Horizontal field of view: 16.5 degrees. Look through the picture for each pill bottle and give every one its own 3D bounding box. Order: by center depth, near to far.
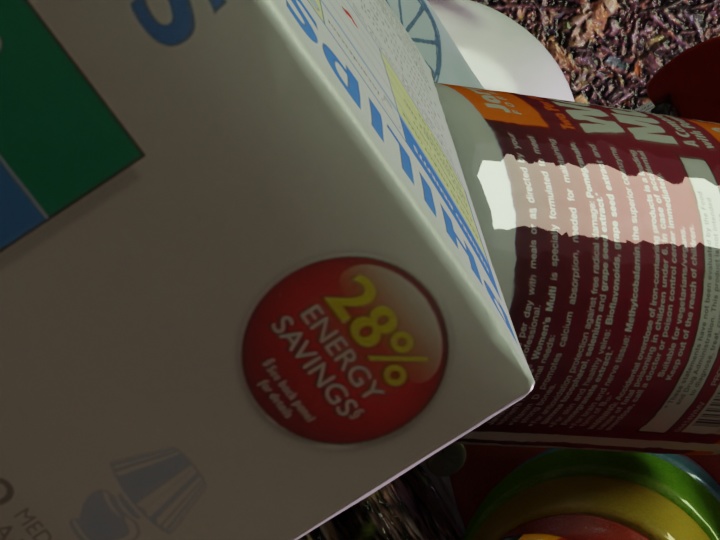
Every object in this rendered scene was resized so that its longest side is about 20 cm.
[{"bbox_3d":[0.042,0.000,0.769,0.199,0.110,0.110,6,41,-33],"label":"pill bottle"}]

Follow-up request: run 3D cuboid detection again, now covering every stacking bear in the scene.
[{"bbox_3d":[0.077,0.113,0.831,0.200,0.121,0.114,-36,109,-72],"label":"stacking bear"}]

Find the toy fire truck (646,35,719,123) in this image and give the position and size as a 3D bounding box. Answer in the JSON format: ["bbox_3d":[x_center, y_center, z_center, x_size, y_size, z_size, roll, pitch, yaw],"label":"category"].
[{"bbox_3d":[0.181,0.019,0.962,0.141,0.049,0.201,39,30,-53],"label":"toy fire truck"}]

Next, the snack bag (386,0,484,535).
[{"bbox_3d":[0.023,-0.019,1.016,0.200,0.021,0.189,54,39,-23],"label":"snack bag"}]

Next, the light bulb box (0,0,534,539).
[{"bbox_3d":[-0.073,-0.055,0.551,0.199,0.124,0.200,53,10,-22],"label":"light bulb box"}]

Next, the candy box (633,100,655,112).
[{"bbox_3d":[0.130,0.011,1.008,0.137,0.061,0.200,61,19,-6],"label":"candy box"}]

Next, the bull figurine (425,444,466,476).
[{"bbox_3d":[0.000,0.000,0.886,0.200,0.065,0.122,35,13,-30],"label":"bull figurine"}]

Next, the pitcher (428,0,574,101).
[{"bbox_3d":[0.008,-0.092,1.187,0.172,0.122,0.200,44,13,33],"label":"pitcher"}]
